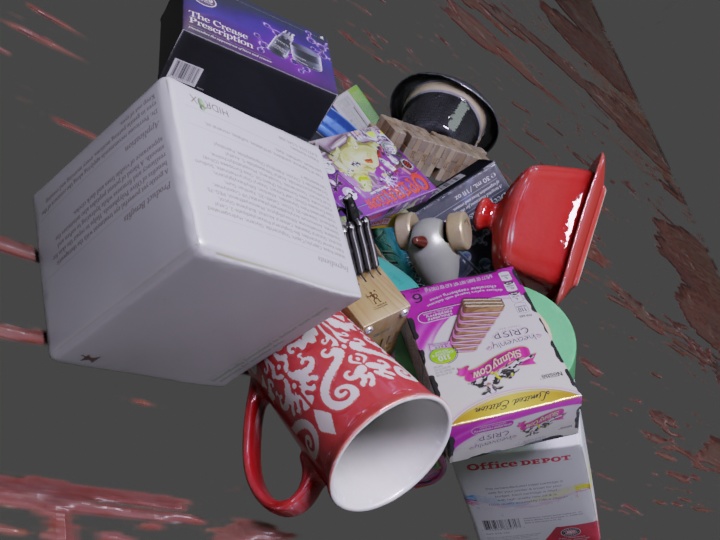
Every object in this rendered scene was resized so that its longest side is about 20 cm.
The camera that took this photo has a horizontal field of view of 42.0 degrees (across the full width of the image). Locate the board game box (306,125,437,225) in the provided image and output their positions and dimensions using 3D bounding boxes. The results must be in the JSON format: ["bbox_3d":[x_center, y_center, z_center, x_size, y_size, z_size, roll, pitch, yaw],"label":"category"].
[{"bbox_3d":[0.000,-0.113,1.120,0.120,0.032,0.200,50,34,10],"label":"board game box"}]

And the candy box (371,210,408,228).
[{"bbox_3d":[-0.033,-0.090,1.183,0.200,0.026,0.102,-6,44,-47],"label":"candy box"}]

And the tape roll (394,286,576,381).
[{"bbox_3d":[0.138,0.094,1.046,0.200,0.200,0.048,-85,170,-48],"label":"tape roll"}]

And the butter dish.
[{"bbox_3d":[0.216,-0.054,1.196,0.148,0.200,0.200,18,-6,8],"label":"butter dish"}]

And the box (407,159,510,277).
[{"bbox_3d":[0.168,-0.035,1.329,0.200,0.148,0.107,57,1,-10],"label":"box"}]

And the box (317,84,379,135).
[{"bbox_3d":[-0.008,-0.184,1.367,0.144,0.036,0.200,54,31,-7],"label":"box"}]

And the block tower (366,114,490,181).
[{"bbox_3d":[0.101,-0.168,1.360,0.200,0.054,0.058,12,30,-33],"label":"block tower"}]

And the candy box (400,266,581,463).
[{"bbox_3d":[0.127,0.091,0.968,0.200,0.136,0.061,-110,-170,-48],"label":"candy box"}]

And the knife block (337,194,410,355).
[{"bbox_3d":[-0.029,0.016,1.023,0.064,0.200,0.176,-23,59,-29],"label":"knife block"}]

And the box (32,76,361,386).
[{"bbox_3d":[-0.146,-0.021,0.829,0.200,0.199,0.171,19,47,-47],"label":"box"}]

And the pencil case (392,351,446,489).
[{"bbox_3d":[0.062,0.154,1.091,0.087,0.087,0.200,42,35,-26],"label":"pencil case"}]

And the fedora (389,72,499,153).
[{"bbox_3d":[0.115,-0.213,1.462,0.201,0.201,0.092,44,58,-23],"label":"fedora"}]

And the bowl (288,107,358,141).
[{"bbox_3d":[-0.076,-0.162,1.178,0.201,0.039,0.201,24,33,-17],"label":"bowl"}]

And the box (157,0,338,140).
[{"bbox_3d":[-0.137,-0.259,1.134,0.200,0.079,0.141,18,35,-26],"label":"box"}]

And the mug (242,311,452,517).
[{"bbox_3d":[-0.043,0.119,0.887,0.177,0.134,0.200,-22,44,-25],"label":"mug"}]

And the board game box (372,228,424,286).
[{"bbox_3d":[0.042,0.007,1.264,0.135,0.028,0.200,1,61,-57],"label":"board game box"}]

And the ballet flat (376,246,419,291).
[{"bbox_3d":[0.000,0.000,1.160,0.070,0.065,0.200,-13,44,-31],"label":"ballet flat"}]

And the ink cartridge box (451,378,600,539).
[{"bbox_3d":[0.192,0.212,1.101,0.145,0.145,0.200,-86,162,-46],"label":"ink cartridge box"}]

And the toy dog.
[{"bbox_3d":[0.095,0.016,1.170,0.200,0.132,0.096,63,28,0],"label":"toy dog"}]
